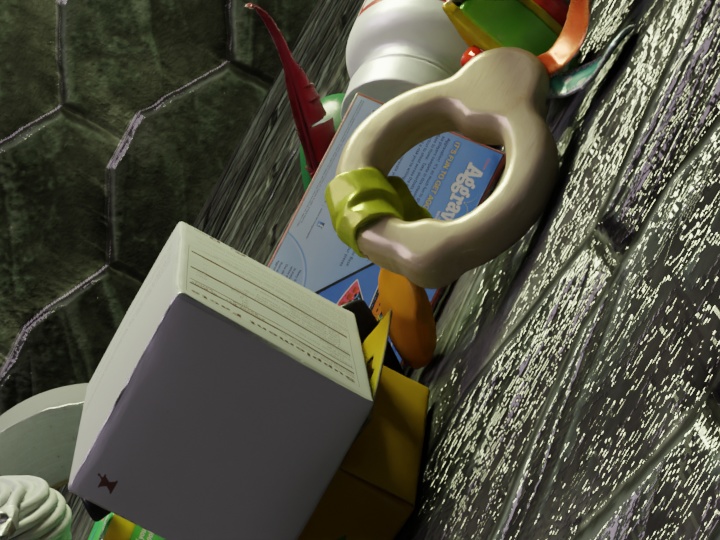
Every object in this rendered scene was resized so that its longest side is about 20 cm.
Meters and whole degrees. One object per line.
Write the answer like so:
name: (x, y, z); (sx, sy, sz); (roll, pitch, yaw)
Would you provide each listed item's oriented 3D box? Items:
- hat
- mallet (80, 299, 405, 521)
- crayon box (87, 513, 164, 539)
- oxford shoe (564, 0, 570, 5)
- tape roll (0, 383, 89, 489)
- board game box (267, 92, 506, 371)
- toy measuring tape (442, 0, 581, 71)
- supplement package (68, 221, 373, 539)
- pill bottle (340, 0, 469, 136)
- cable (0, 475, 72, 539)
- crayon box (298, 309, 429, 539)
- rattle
hat: (-0.038, -0.093, 1.882); (0.200, 0.176, 0.166); (-57, 9, 26)
mallet: (-0.064, 0.097, 1.546); (0.200, 0.066, 0.041); (-36, -8, -2)
crayon box: (-0.111, 0.200, 1.558); (0.058, 0.119, 0.200); (-54, 10, 41)
oxford shoe: (0.131, -0.228, 1.680); (0.200, 0.071, 0.071); (-60, 6, 1)
tape roll: (-0.170, 0.176, 1.721); (0.201, 0.200, 0.066); (-60, 8, 6)
board game box: (0.000, 0.000, 1.613); (0.200, 0.103, 0.019); (-63, -17, -13)
toy measuring tape: (0.084, -0.143, 1.536); (0.074, 0.073, 0.200); (-62, -23, -8)
supplement package: (-0.074, 0.066, 1.420); (0.117, 0.117, 0.200); (-59, 8, 9)
pill bottle: (0.056, -0.161, 1.768); (0.112, 0.112, 0.200); (-52, 12, 50)
cable: (-0.263, 0.174, 1.566); (0.199, 0.070, 0.200); (-12, 7, 16)
crayon box: (-0.019, 0.133, 1.450); (0.200, 0.051, 0.127); (-58, 9, 26)
rattle: (0.085, -0.052, 1.512); (0.200, 0.143, 0.130); (-48, 36, -20)
